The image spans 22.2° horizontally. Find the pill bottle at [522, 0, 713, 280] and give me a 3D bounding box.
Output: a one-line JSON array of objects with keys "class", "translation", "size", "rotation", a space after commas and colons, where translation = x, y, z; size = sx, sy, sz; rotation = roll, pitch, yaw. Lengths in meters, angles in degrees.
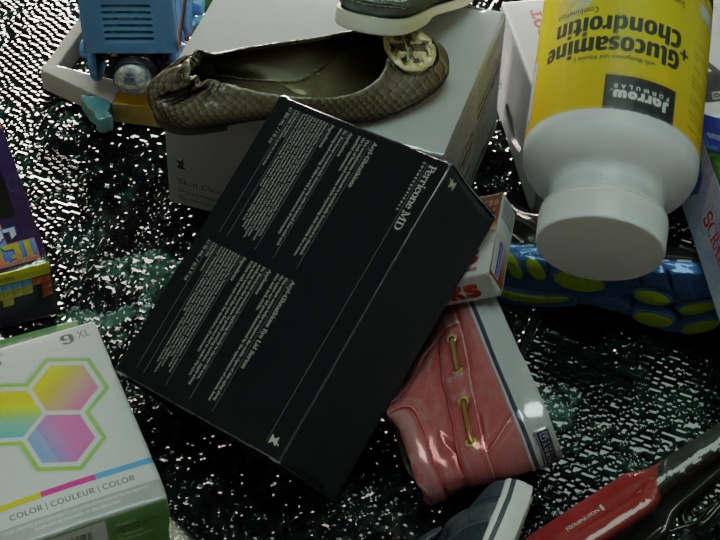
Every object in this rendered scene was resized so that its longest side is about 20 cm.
[{"class": "pill bottle", "translation": [0.162, -0.101, 1.167], "size": [0.111, 0.112, 0.201], "rotation": [7, 62, 5]}]

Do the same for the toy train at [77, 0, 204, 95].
[{"class": "toy train", "translation": [-0.158, -0.221, 1.337], "size": [0.086, 0.115, 0.201], "rotation": [2, 47, 0]}]

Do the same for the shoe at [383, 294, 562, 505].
[{"class": "shoe", "translation": [0.052, 0.060, 1.142], "size": [0.090, 0.072, 0.201], "rotation": [-21, 38, 0]}]

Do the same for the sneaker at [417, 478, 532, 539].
[{"class": "sneaker", "translation": [0.032, 0.186, 1.020], "size": [0.079, 0.079, 0.201], "rotation": [22, 52, 11]}]

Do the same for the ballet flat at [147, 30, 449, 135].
[{"class": "ballet flat", "translation": [-0.039, -0.128, 1.180], "size": [0.198, 0.047, 0.068], "rotation": [-8, 50, -7]}]

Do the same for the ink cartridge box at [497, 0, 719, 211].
[{"class": "ink cartridge box", "translation": [0.206, -0.125, 1.310], "size": [0.198, 0.084, 0.146], "rotation": [-7, 49, -8]}]

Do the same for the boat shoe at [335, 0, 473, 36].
[{"class": "boat shoe", "translation": [0.037, -0.209, 1.235], "size": [0.072, 0.062, 0.200], "rotation": [13, 24, 16]}]

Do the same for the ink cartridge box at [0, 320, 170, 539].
[{"class": "ink cartridge box", "translation": [-0.194, 0.095, 1.110], "size": [0.103, 0.060, 0.201], "rotation": [-16, 50, -16]}]

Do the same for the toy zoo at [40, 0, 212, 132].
[{"class": "toy zoo", "translation": [-0.152, -0.170, 1.384], "size": [0.130, 0.021, 0.201], "rotation": [16, 49, 12]}]

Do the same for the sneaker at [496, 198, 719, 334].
[{"class": "sneaker", "translation": [0.172, -0.012, 1.213], "size": [0.198, 0.071, 0.083], "rotation": [10, 53, 11]}]

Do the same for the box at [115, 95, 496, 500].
[{"class": "box", "translation": [-0.032, 0.014, 1.107], "size": [0.141, 0.079, 0.201], "rotation": [24, 79, 37]}]

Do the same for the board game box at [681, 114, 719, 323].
[{"class": "board game box", "translation": [0.308, 0.000, 1.177], "size": [0.198, 0.041, 0.201], "rotation": [12, 44, -22]}]

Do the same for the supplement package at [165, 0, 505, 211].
[{"class": "supplement package", "translation": [-0.017, -0.113, 1.274], "size": [0.198, 0.111, 0.156], "rotation": [14, 48, 12]}]

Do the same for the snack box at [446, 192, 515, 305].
[{"class": "snack box", "translation": [0.000, 0.000, 1.173], "size": [0.198, 0.024, 0.072], "rotation": [-11, 43, 25]}]

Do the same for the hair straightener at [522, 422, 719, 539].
[{"class": "hair straightener", "translation": [0.186, 0.136, 1.078], "size": [0.199, 0.077, 0.041], "rotation": [-36, 36, -11]}]

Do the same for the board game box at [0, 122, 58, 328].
[{"class": "board game box", "translation": [-0.318, -0.021, 1.218], "size": [0.198, 0.057, 0.166], "rotation": [-14, 51, -15]}]
